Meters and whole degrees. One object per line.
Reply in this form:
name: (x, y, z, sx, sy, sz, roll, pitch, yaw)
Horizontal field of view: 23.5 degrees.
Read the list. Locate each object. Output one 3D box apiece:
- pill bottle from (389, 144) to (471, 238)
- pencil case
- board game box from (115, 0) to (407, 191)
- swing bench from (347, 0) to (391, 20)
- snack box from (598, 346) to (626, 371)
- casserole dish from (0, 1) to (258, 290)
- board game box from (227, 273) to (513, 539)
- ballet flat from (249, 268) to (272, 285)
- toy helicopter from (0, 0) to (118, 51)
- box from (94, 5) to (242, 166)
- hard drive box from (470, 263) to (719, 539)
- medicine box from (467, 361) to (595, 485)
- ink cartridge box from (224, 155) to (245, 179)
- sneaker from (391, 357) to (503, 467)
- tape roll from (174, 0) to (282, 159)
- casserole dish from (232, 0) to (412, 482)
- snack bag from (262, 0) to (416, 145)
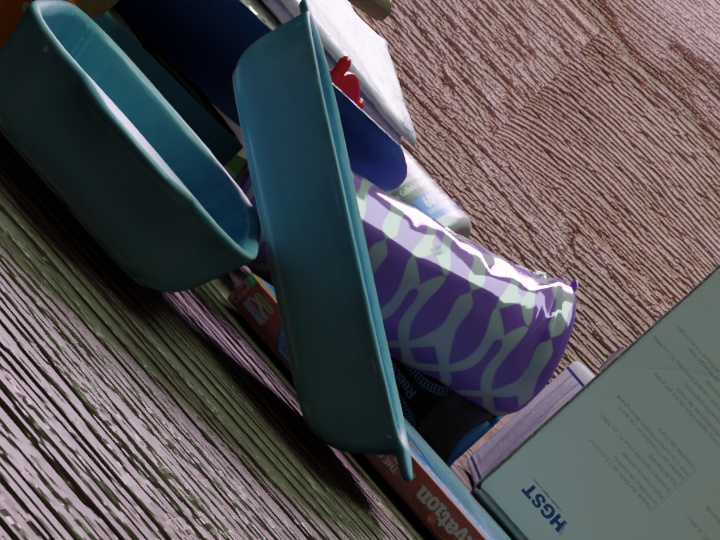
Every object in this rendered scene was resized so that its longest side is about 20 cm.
pill bottle: (-0.019, -0.068, 1.326, 0.200, 0.114, 0.114, 47, 3, 13)
pencil case: (0.020, -0.004, 0.887, 0.199, 0.086, 0.084, 30, -22, -12)
board game box: (-0.050, -0.116, 0.915, 0.200, 0.039, 0.158, 40, -15, -26)
swing bench: (-0.076, -0.253, 0.906, 0.198, 0.130, 0.199, 8, 34, -35)
snack box: (0.222, 0.130, 1.048, 0.200, 0.024, 0.072, 49, 2, 21)
casserole dish: (-0.092, -0.046, 0.667, 0.121, 0.039, 0.200, 50, 4, -9)
board game box: (0.020, 0.087, 0.811, 0.200, 0.019, 0.103, 48, 1, 18)
ballet flat: (0.000, 0.000, 1.018, 0.072, 0.072, 0.200, 48, 6, 29)
toy helicopter: (-0.161, -0.185, 0.724, 0.200, 0.132, 0.079, 44, 4, -39)
box: (-0.148, -0.122, 0.873, 0.200, 0.049, 0.082, 44, 4, -38)
hard drive box: (0.176, 0.109, 0.883, 0.156, 0.200, 0.077, 48, -13, 11)
medicine box: (0.167, 0.166, 1.040, 0.182, 0.103, 0.200, 47, 4, -5)
ink cartridge box: (-0.074, -0.057, 1.096, 0.146, 0.048, 0.200, 46, 1, -28)
sneaker: (0.047, 0.060, 1.010, 0.082, 0.073, 0.200, 48, 3, 5)
tape roll: (-0.087, -0.167, 1.061, 0.203, 0.070, 0.203, 52, 15, -19)
casserole dish: (-0.017, -0.010, 0.710, 0.121, 0.038, 0.202, 65, 13, -81)
snack bag: (-0.039, -0.190, 1.086, 0.189, 0.021, 0.201, 44, 19, -40)
